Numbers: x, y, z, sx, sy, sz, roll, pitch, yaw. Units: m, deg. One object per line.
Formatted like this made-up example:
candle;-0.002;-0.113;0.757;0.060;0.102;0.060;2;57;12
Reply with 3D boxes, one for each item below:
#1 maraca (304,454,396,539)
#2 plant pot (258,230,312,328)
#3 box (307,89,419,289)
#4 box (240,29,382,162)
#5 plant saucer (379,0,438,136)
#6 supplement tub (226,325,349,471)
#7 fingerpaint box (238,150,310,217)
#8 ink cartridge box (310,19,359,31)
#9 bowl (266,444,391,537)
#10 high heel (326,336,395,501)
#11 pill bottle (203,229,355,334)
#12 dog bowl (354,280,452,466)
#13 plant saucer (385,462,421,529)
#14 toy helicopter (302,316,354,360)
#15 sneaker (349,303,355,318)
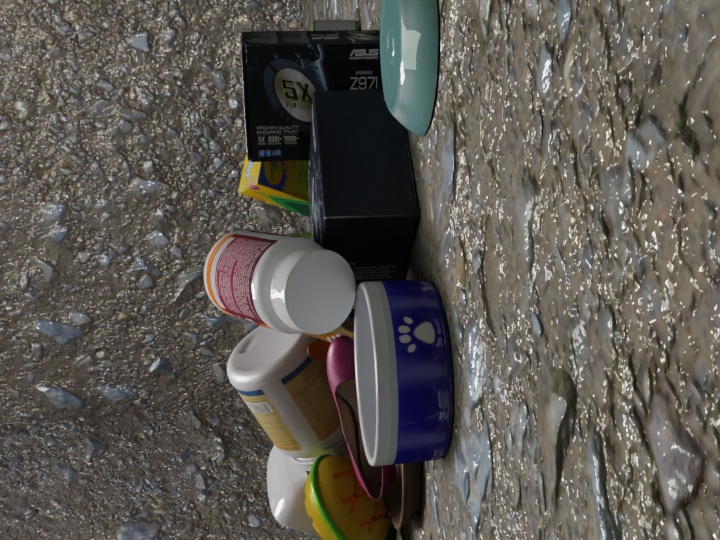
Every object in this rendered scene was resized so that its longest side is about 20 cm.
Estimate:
maraca;-0.005;0.347;1.209;0.200;0.107;0.137;53;-156;-10
plant pot;-0.088;0.030;1.414;0.200;0.199;0.185;-148;51;-82
box;-0.004;-0.094;1.111;0.200;0.117;0.198;100;166;-58
box;-0.064;-0.244;1.195;0.086;0.199;0.165;-105;15;-62
plant saucer;0.048;-0.247;0.938;0.200;0.036;0.201;178;90;-83
supplement tub;-0.091;0.183;1.269;0.201;0.144;0.145;61;-174;-26
fingerpaint box;-0.087;-0.194;1.337;0.073;0.166;0.201;-15;63;57
ink cartridge box;-0.048;-0.331;1.528;0.200;0.083;0.146;115;152;-75
bowl;-0.044;0.328;1.356;0.200;0.199;0.075;-108;35;-64
high heel;0.003;0.183;1.066;0.096;0.067;0.201;-85;-25;-69
pill bottle;-0.099;0.014;1.035;0.200;0.114;0.115;11;105;55
dog bowl;0.042;0.110;0.945;0.200;0.078;0.201;177;90;-83
plant saucer;0.052;0.238;1.136;0.200;0.029;0.201;178;90;-83
toy helicopter;-0.041;0.084;1.161;0.132;0.199;0.079;103;-178;-69
sneaker;0.000;0.000;1.251;0.073;0.081;0.201;-158;63;-84
